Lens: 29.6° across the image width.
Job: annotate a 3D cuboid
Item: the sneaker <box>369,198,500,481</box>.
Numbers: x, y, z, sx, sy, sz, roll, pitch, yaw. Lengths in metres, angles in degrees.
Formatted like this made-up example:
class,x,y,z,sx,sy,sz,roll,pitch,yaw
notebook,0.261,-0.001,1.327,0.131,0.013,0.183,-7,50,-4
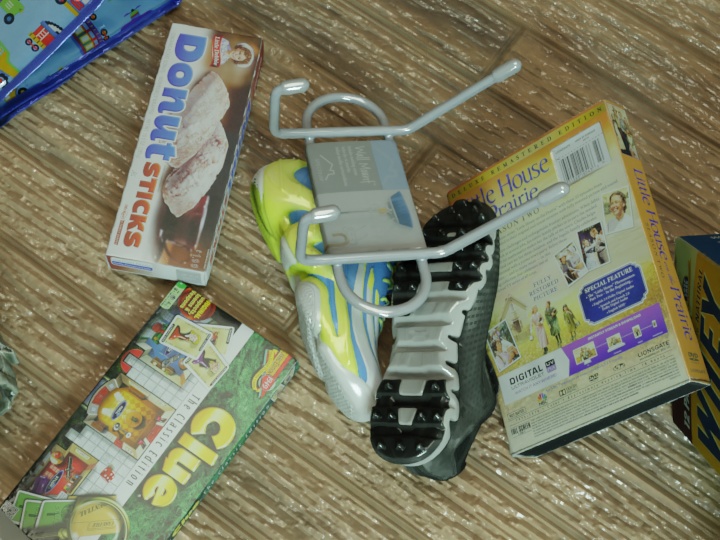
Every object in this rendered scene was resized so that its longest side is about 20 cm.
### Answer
class,x,y,z,sx,sy,sz,roll,pitch,yaw
sneaker,0.059,0.051,0.912,0.066,0.091,0.201,0,60,27

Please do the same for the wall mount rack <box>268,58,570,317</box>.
class,x,y,z,sx,sy,sz,roll,pitch,yaw
wall mount rack,0.033,-0.069,0.903,0.173,0.075,0.201,-5,53,-12

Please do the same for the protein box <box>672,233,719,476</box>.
class,x,y,z,sx,sy,sz,roll,pitch,yaw
protein box,0.316,0.059,0.832,0.198,0.200,0.136,-4,104,-4

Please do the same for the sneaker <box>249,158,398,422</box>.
class,x,y,z,sx,sy,sz,roll,pitch,yaw
sneaker,0.000,0.000,0.932,0.105,0.076,0.201,-19,68,-11

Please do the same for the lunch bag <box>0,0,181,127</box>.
class,x,y,z,sx,sy,sz,roll,pitch,yaw
lunch bag,-0.261,-0.208,1.010,0.200,0.094,0.151,-41,77,-7

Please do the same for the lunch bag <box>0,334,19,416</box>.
class,x,y,z,sx,sy,sz,roll,pitch,yaw
lunch bag,-0.330,0.049,0.875,0.199,0.118,0.164,-24,69,-7

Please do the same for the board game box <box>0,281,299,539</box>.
class,x,y,z,sx,sy,sz,roll,pitch,yaw
board game box,-0.139,0.112,0.908,0.105,0.023,0.200,33,70,9

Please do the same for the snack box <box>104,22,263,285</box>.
class,x,y,z,sx,sy,sz,roll,pitch,yaw
snack box,-0.124,-0.087,0.985,0.072,0.024,0.201,10,63,2

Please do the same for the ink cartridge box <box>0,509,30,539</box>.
class,x,y,z,sx,sy,sz,roll,pitch,yaw
ink cartridge box,-0.199,0.249,0.813,0.200,0.068,0.116,41,84,14

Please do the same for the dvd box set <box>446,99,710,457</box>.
class,x,y,z,sx,sy,sz,roll,pitch,yaw
dvd box set,0.139,0.007,0.910,0.029,0.146,0.201,12,57,-45
